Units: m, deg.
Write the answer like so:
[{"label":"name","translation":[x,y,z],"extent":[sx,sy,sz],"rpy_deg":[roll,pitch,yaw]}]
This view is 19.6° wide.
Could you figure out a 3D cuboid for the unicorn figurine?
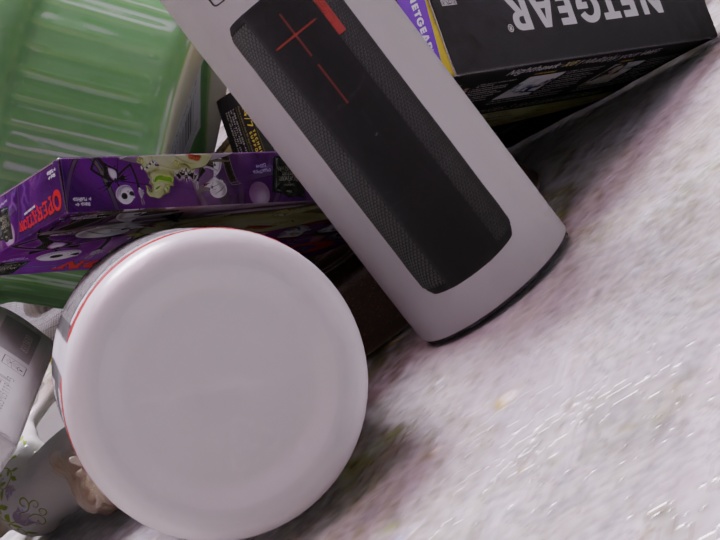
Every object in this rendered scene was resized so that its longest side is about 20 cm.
[{"label":"unicorn figurine","translation":[-0.136,0.086,1.053],"extent":[0.200,0.074,0.138],"rpy_deg":[-47,11,41]}]

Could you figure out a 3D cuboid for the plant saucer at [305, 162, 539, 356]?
[{"label":"plant saucer","translation":[0.000,0.000,1.038],"extent":[0.200,0.035,0.200],"rpy_deg":[-37,9,7]}]

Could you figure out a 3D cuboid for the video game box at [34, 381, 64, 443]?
[{"label":"video game box","translation":[-0.263,0.033,1.312],"extent":[0.047,0.201,0.182],"rpy_deg":[-37,11,-12]}]

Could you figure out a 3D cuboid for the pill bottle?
[{"label":"pill bottle","translation":[-0.068,0.040,0.852],"extent":[0.116,0.116,0.200],"rpy_deg":[-38,8,-7]}]

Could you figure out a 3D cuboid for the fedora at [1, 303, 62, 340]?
[{"label":"fedora","translation":[-0.143,-0.009,1.327],"extent":[0.199,0.090,0.178],"rpy_deg":[-21,40,54]}]

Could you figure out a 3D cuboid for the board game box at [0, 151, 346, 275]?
[{"label":"board game box","translation":[-0.071,-0.027,0.943],"extent":[0.199,0.033,0.120],"rpy_deg":[-4,-7,-34]}]

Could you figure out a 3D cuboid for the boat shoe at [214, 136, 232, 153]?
[{"label":"boat shoe","translation":[-0.047,-0.039,1.142],"extent":[0.072,0.067,0.201],"rpy_deg":[84,-158,-55]}]

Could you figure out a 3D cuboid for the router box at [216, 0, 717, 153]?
[{"label":"router box","translation":[0.053,-0.099,1.021],"extent":[0.199,0.053,0.157],"rpy_deg":[-13,-9,-44]}]

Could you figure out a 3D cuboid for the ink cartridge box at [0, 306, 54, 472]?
[{"label":"ink cartridge box","translation":[-0.223,0.126,1.002],"extent":[0.201,0.050,0.161],"rpy_deg":[-54,10,11]}]

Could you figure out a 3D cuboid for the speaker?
[{"label":"speaker","translation":[-0.002,-0.071,0.879],"extent":[0.081,0.201,0.081],"rpy_deg":[-36,11,8]}]

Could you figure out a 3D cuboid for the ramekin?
[{"label":"ramekin","translation":[-0.133,-0.071,1.073],"extent":[0.200,0.097,0.202],"rpy_deg":[13,-90,-86]}]
